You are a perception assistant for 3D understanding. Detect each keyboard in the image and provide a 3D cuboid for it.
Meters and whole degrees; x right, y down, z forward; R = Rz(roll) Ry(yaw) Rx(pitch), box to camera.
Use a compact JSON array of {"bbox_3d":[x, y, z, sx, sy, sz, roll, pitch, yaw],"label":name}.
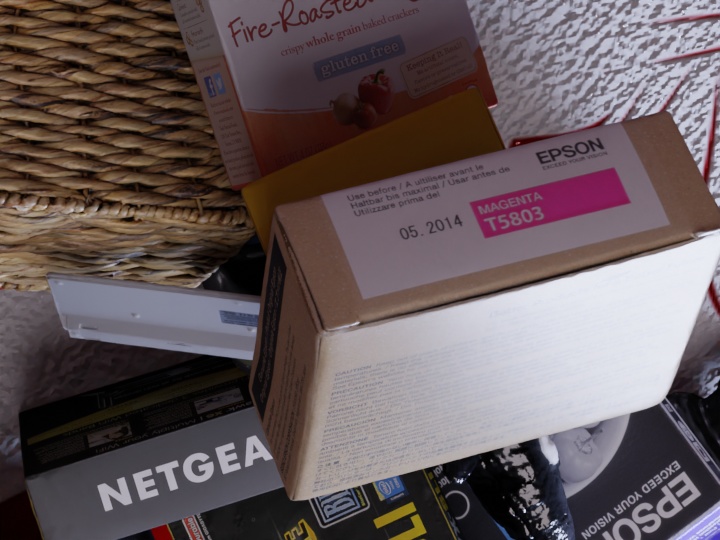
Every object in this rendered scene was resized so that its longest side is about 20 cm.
[{"bbox_3d":[-0.058,0.027,1.509,0.199,0.011,0.056,6,145,9],"label":"keyboard"}]

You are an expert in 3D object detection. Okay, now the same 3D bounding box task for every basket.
[{"bbox_3d":[-0.162,-0.076,1.541,0.199,0.149,0.143,3,161,-22],"label":"basket"}]

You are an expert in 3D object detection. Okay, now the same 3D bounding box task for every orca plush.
[{"bbox_3d":[0.066,0.115,1.771,0.071,0.105,0.201,-29,111,-42],"label":"orca plush"}]

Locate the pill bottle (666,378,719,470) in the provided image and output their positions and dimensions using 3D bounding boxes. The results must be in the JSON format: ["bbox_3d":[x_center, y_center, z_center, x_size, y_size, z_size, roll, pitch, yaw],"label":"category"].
[{"bbox_3d":[0.193,0.148,1.883,0.200,0.112,0.112,-40,131,16],"label":"pill bottle"}]

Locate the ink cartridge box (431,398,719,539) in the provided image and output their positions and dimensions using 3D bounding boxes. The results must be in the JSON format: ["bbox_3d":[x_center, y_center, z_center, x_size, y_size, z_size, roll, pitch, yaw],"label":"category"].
[{"bbox_3d":[0.127,0.159,1.825,0.198,0.200,0.043,-40,170,16],"label":"ink cartridge box"}]

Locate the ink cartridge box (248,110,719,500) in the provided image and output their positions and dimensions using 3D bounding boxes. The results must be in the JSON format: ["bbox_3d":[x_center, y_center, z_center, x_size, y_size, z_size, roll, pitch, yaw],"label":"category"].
[{"bbox_3d":[0.055,0.018,1.392,0.199,0.075,0.165,-13,150,-15],"label":"ink cartridge box"}]

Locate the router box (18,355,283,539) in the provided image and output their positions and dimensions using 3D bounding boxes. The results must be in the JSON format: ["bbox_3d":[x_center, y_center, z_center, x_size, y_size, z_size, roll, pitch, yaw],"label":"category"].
[{"bbox_3d":[-0.092,0.092,1.702,0.199,0.157,0.052,-17,102,-4],"label":"router box"}]

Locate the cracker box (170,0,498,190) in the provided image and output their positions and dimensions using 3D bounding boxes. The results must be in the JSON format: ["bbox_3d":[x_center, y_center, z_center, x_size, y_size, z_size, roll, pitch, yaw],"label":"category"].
[{"bbox_3d":[-0.027,-0.155,1.483,0.134,0.058,0.201,-20,94,-22],"label":"cracker box"}]

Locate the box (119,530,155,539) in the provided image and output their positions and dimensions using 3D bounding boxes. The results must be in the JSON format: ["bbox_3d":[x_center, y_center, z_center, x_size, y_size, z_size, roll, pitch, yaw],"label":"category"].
[{"bbox_3d":[-0.207,0.205,1.754,0.161,0.049,0.200,-25,177,6],"label":"box"}]

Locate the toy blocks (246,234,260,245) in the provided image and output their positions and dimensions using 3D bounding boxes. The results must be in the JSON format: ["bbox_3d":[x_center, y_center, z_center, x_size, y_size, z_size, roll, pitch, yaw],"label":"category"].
[{"bbox_3d":[-0.019,-0.060,1.652,0.136,0.100,0.200,-14,134,9],"label":"toy blocks"}]

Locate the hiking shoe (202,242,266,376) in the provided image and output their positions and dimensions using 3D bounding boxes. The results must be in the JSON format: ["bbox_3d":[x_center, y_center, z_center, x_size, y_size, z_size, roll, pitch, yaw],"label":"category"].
[{"bbox_3d":[0.000,0.000,1.602,0.200,0.076,0.101,-15,134,23],"label":"hiking shoe"}]

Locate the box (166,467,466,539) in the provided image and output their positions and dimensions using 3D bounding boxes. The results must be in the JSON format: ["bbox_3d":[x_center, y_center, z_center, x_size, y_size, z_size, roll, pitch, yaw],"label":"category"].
[{"bbox_3d":[-0.010,0.195,1.808,0.159,0.200,0.049,-25,177,5],"label":"box"}]

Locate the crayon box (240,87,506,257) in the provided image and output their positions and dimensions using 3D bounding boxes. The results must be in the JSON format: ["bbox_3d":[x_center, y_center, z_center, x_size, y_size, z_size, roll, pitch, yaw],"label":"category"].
[{"bbox_3d":[0.014,-0.033,1.474,0.125,0.052,0.200,-23,173,2],"label":"crayon box"}]

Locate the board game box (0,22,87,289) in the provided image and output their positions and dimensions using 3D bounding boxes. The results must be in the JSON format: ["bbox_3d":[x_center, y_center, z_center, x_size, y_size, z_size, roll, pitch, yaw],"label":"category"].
[{"bbox_3d":[-0.221,-0.056,1.608,0.199,0.040,0.153,-7,131,-13],"label":"board game box"}]
